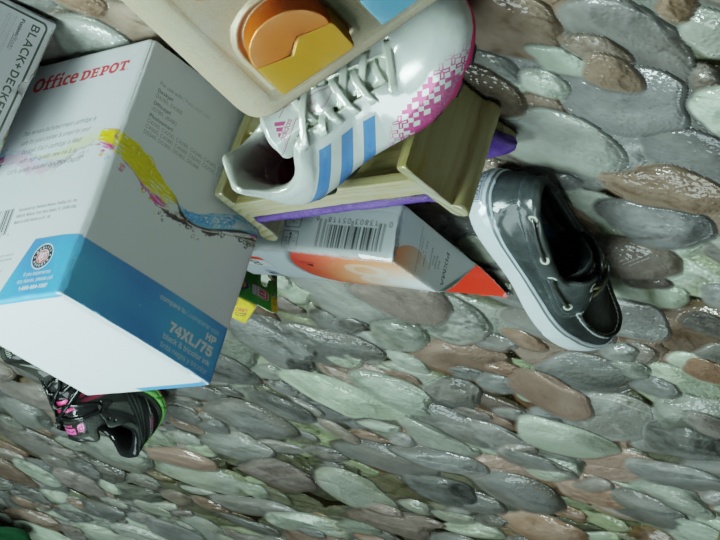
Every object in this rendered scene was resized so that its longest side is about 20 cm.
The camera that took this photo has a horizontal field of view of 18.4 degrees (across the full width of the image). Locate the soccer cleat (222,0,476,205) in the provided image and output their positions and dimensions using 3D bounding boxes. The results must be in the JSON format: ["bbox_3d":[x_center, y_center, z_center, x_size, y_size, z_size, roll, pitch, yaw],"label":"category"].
[{"bbox_3d":[-0.009,-0.102,1.378,0.086,0.070,0.200,-2,149,-44],"label":"soccer cleat"}]

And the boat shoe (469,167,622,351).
[{"bbox_3d":[0.144,-0.003,1.578,0.056,0.069,0.200,0,149,36],"label":"boat shoe"}]

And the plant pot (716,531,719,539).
[{"bbox_3d":[0.414,0.268,1.861,0.142,0.201,0.200,-35,128,28],"label":"plant pot"}]

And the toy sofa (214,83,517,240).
[{"bbox_3d":[0.005,-0.070,1.512,0.199,0.083,0.097,-6,146,45],"label":"toy sofa"}]

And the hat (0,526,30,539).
[{"bbox_3d":[-0.542,0.300,2.843,0.199,0.177,0.166,-19,156,-9],"label":"hat"}]

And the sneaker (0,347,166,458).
[{"bbox_3d":[-0.268,0.119,2.139,0.077,0.084,0.200,-9,145,46],"label":"sneaker"}]

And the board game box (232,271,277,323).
[{"bbox_3d":[-0.154,-0.026,1.727,0.199,0.096,0.030,24,119,-16],"label":"board game box"}]

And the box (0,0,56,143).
[{"bbox_3d":[-0.289,-0.110,1.608,0.060,0.117,0.200,26,157,-12],"label":"box"}]

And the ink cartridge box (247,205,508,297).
[{"bbox_3d":[0.000,0.000,1.680,0.161,0.050,0.200,5,161,29],"label":"ink cartridge box"}]

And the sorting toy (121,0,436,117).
[{"bbox_3d":[-0.037,-0.179,1.251,0.199,0.037,0.185,-30,136,18],"label":"sorting toy"}]

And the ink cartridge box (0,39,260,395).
[{"bbox_3d":[-0.172,-0.035,1.575,0.146,0.201,0.146,-7,148,46],"label":"ink cartridge box"}]
